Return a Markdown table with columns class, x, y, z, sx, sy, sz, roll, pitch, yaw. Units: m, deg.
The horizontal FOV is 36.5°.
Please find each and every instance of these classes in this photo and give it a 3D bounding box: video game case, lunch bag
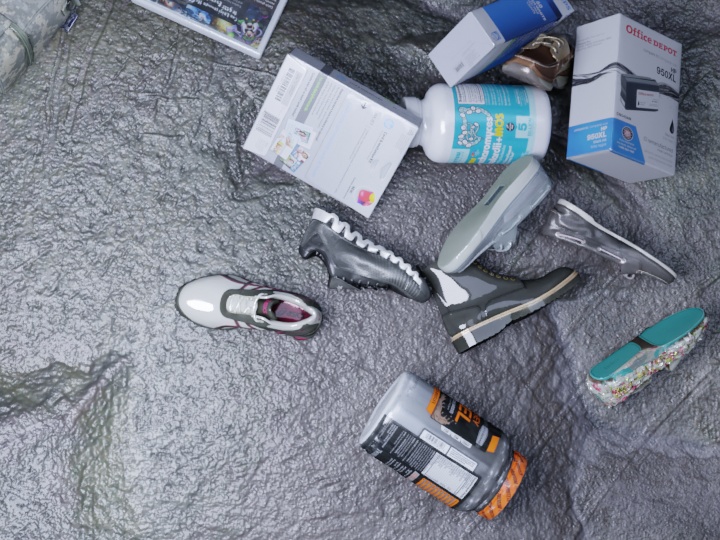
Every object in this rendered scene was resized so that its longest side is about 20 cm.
| class | x | y | z | sx | sy | sz | roll | pitch | yaw |
| --- | --- | --- | --- | --- | --- | --- | --- | --- | --- |
| video game case | -0.197 | -0.421 | 1.553 | 0.200 | 0.023 | 0.182 | 24 | 78 | -4 |
| lunch bag | -0.496 | -0.356 | 1.441 | 0.200 | 0.139 | 0.168 | 35 | 79 | -2 |

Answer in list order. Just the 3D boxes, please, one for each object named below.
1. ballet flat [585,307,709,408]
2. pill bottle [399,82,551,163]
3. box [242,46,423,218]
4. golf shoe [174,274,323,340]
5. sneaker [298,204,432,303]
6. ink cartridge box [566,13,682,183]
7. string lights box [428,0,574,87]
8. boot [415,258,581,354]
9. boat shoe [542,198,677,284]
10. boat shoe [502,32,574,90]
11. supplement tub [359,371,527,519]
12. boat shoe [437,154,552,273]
| class | x | y | z | sx | sy | sz | roll | pitch | yaw |
| --- | --- | --- | --- | --- | --- | --- | --- | --- | --- |
| ballet flat | 0.404 | 0.123 | 1.529 | 0.200 | 0.076 | 0.064 | -29 | 116 | -7 |
| pill bottle | 0.156 | -0.204 | 1.519 | 0.200 | 0.111 | 0.111 | 0 | 81 | -7 |
| box | -0.039 | -0.185 | 1.479 | 0.200 | 0.041 | 0.156 | 29 | 120 | -1 |
| golf shoe | -0.147 | 0.043 | 1.450 | 0.200 | 0.088 | 0.077 | 8 | 81 | -5 |
| sneaker | 0.000 | 0.000 | 1.489 | 0.200 | 0.066 | 0.091 | 34 | 81 | 3 |
| ink cartridge box | 0.374 | -0.240 | 1.540 | 0.144 | 0.084 | 0.200 | 14 | 77 | -36 |
| string lights box | 0.197 | -0.328 | 1.507 | 0.200 | 0.103 | 0.059 | -31 | 85 | -41 |
| boot | 0.190 | 0.008 | 1.510 | 0.200 | 0.077 | 0.138 | -27 | 80 | -12 |
| boat shoe | 0.349 | -0.027 | 1.544 | 0.200 | 0.067 | 0.057 | 33 | 94 | 3 |
| boat shoe | 0.249 | -0.293 | 1.505 | 0.076 | 0.200 | 0.072 | 25 | 108 | 14 |
| supplement tub | 0.110 | 0.233 | 1.434 | 0.200 | 0.123 | 0.123 | 33 | 78 | -2 |
| boat shoe | 0.189 | -0.063 | 1.481 | 0.072 | 0.070 | 0.201 | 43 | 82 | -20 |
